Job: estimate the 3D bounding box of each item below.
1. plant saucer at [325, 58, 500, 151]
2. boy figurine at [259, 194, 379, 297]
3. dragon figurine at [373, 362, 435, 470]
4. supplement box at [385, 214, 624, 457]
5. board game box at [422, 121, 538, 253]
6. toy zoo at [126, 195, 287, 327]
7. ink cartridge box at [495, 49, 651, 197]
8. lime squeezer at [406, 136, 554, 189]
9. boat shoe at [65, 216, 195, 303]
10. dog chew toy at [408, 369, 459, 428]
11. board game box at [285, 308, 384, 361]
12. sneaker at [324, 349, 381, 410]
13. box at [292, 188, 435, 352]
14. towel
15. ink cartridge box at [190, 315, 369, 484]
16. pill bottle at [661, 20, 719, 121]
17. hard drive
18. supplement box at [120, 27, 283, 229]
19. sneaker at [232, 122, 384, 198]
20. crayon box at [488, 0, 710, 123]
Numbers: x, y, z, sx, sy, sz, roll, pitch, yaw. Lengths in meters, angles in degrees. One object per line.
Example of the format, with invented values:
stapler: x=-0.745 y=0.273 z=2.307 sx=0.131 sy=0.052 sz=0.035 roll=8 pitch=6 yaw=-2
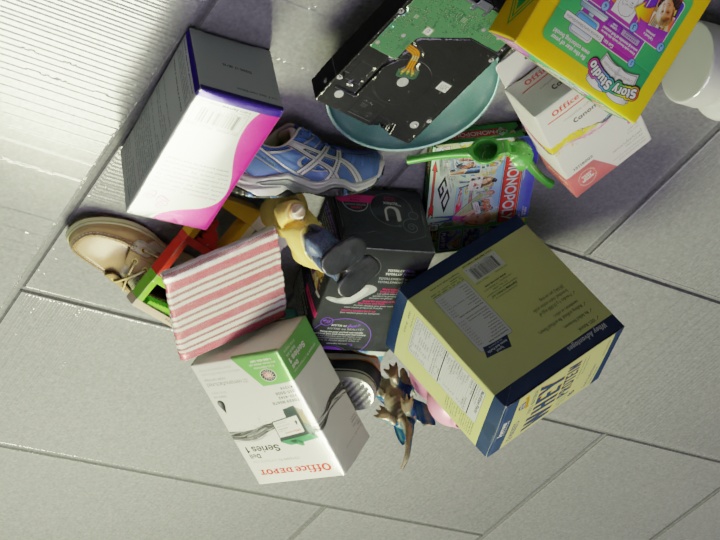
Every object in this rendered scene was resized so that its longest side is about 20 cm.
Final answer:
plant saucer: x=0.056 y=-0.216 z=1.594 sx=0.199 sy=0.036 sz=0.200 roll=-8 pitch=141 yaw=-7
boy figurine: x=-0.054 y=-0.038 z=1.644 sx=0.064 sy=0.200 sz=0.124 roll=-39 pitch=125 yaw=-6
dragon figurine: x=0.059 y=0.190 z=1.898 sx=0.059 sy=0.200 sz=0.099 roll=-33 pitch=136 yaw=8
supplement box: x=0.174 y=0.079 z=1.756 sx=0.200 sy=0.200 sz=0.134 roll=-31 pitch=156 yaw=-24
board game box: x=0.145 y=-0.101 z=1.764 sx=0.134 sy=0.029 sz=0.200 roll=-6 pitch=141 yaw=-7
toy zoo: x=-0.175 y=-0.013 z=1.734 sx=0.200 sy=0.020 sz=0.131 roll=-50 pitch=135 yaw=6
ink cartridge box: x=0.244 y=-0.190 z=1.627 sx=0.116 sy=0.068 sz=0.200 roll=-38 pitch=138 yaw=1
lime squeezer: x=0.157 y=-0.134 z=1.685 sx=0.200 sy=0.038 sz=0.071 roll=7 pitch=168 yaw=-23
boat shoe: x=-0.268 y=-0.004 z=1.739 sx=0.200 sy=0.066 sz=0.074 roll=23 pitch=129 yaw=-36
dog chew toy: x=0.115 y=0.120 z=1.887 sx=0.124 sy=0.200 sz=0.125 roll=-8 pitch=141 yaw=-7
board game box: x=-0.074 y=0.117 z=1.955 sx=0.200 sy=0.047 sz=0.151 roll=2 pitch=139 yaw=-18
sneaker: x=-0.069 y=0.136 z=1.885 sx=0.200 sy=0.079 sz=0.079 roll=7 pitch=124 yaw=13
box: x=0.000 y=0.000 z=1.784 sx=0.122 sy=0.106 sz=0.200 roll=3 pitch=139 yaw=-19
towel: x=-0.162 y=0.026 z=1.696 sx=0.146 sy=0.030 sz=0.200 roll=-24 pitch=151 yaw=-15
ink cartridge box: x=-0.100 y=0.168 z=1.810 sx=0.146 sy=0.084 sz=0.200 roll=-12 pitch=117 yaw=34
pill bottle: x=0.453 y=-0.219 z=1.635 sx=0.200 sy=0.114 sz=0.114 roll=10 pitch=136 yaw=-25
hard drive: x=0.061 y=-0.231 z=1.518 sx=0.140 sy=0.038 sz=0.200 roll=21 pitch=131 yaw=-34
supplement box: x=-0.178 y=-0.150 z=1.558 sx=0.101 sy=0.104 sz=0.200 roll=13 pitch=134 yaw=-29
sneaker: x=-0.057 y=-0.128 z=1.638 sx=0.200 sy=0.076 sz=0.077 roll=-6 pitch=108 yaw=-32
crayon box: x=0.257 y=-0.275 z=1.496 sx=0.200 sy=0.058 sz=0.173 roll=27 pitch=98 yaw=-36
